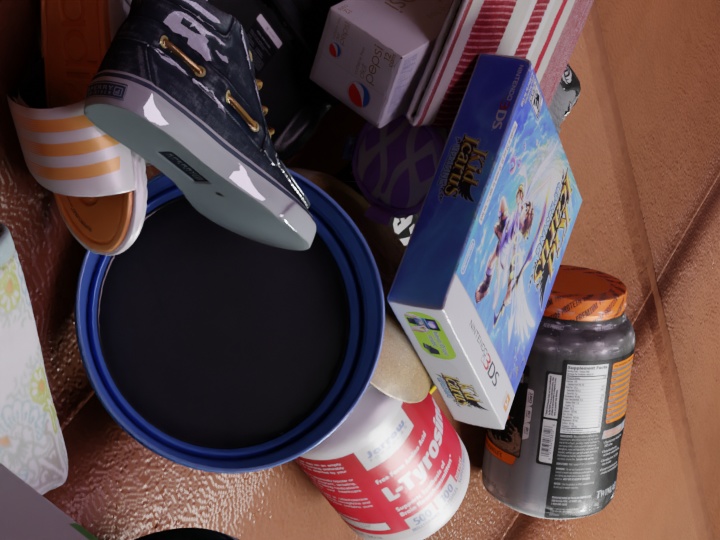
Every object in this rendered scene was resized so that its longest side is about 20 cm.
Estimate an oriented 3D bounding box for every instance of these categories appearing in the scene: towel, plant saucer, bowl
[{"bbox_3d":[0.107,-0.170,1.307,0.199,0.023,0.145,-9,124,-59],"label":"towel"},{"bbox_3d":[0.000,0.000,1.292,0.200,0.035,0.201,47,19,-21],"label":"plant saucer"},{"bbox_3d":[-0.085,0.029,1.169,0.198,0.039,0.203,2,82,-13],"label":"bowl"},{"bbox_3d":[-0.251,0.088,1.026,0.200,0.048,0.173,-39,130,-48],"label":"towel"}]

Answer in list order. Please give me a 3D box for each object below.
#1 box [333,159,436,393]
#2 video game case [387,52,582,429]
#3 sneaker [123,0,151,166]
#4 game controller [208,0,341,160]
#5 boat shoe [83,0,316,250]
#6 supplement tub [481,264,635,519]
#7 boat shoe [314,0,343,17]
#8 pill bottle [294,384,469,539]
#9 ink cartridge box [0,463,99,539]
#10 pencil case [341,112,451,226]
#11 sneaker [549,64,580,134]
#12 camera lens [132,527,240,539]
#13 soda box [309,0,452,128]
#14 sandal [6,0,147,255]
[{"bbox_3d":[0.051,-0.019,1.471,0.160,0.049,0.202,-41,129,-44],"label":"box"},{"bbox_3d":[0.093,-0.017,1.284,0.201,0.045,0.182,-68,154,-23],"label":"video game case"},{"bbox_3d":[-0.130,-0.158,1.114,0.078,0.099,0.202,-33,123,-49],"label":"sneaker"},{"bbox_3d":[-0.074,-0.160,1.254,0.104,0.042,0.200,-48,138,-8],"label":"game controller"},{"bbox_3d":[-0.078,-0.090,1.089,0.200,0.070,0.092,41,62,-48],"label":"boat shoe"},{"bbox_3d":[0.174,0.105,1.596,0.122,0.122,0.202,-20,120,-54],"label":"supplement tub"},{"bbox_3d":[-0.047,-0.245,1.260,0.072,0.067,0.201,-60,143,-30],"label":"boat shoe"},{"bbox_3d":[-0.002,0.111,1.354,0.200,0.111,0.113,56,51,-46],"label":"pill bottle"},{"bbox_3d":[-0.182,0.231,1.011,0.084,0.145,0.201,-33,142,-40],"label":"ink cartridge box"},{"bbox_3d":[0.073,-0.077,1.374,0.199,0.083,0.086,-4,108,-56],"label":"pencil case"},{"bbox_3d":[0.165,-0.113,1.606,0.115,0.074,0.202,-33,122,-53],"label":"sneaker"},{"bbox_3d":[-0.105,0.281,1.181,0.160,0.159,0.201,-54,137,-37],"label":"camera lens"},{"bbox_3d":[0.053,-0.178,1.307,0.200,0.068,0.064,-35,154,-45],"label":"soda box"},{"bbox_3d":[-0.178,-0.109,1.078,0.059,0.079,0.209,-17,105,-50],"label":"sandal"}]
